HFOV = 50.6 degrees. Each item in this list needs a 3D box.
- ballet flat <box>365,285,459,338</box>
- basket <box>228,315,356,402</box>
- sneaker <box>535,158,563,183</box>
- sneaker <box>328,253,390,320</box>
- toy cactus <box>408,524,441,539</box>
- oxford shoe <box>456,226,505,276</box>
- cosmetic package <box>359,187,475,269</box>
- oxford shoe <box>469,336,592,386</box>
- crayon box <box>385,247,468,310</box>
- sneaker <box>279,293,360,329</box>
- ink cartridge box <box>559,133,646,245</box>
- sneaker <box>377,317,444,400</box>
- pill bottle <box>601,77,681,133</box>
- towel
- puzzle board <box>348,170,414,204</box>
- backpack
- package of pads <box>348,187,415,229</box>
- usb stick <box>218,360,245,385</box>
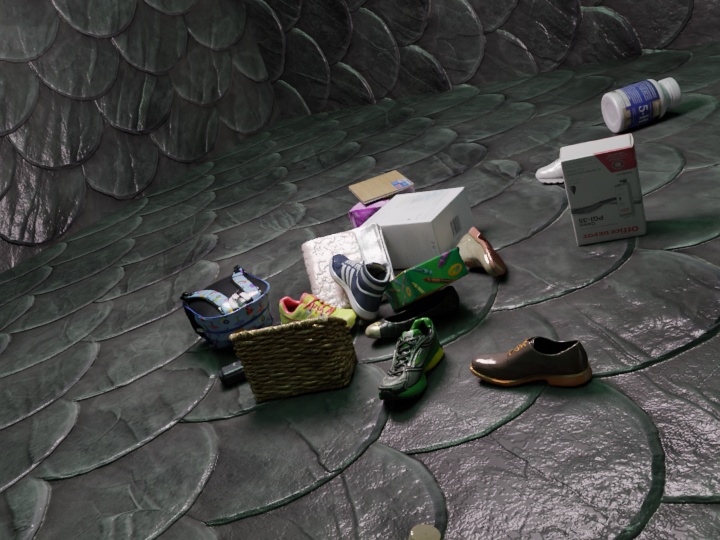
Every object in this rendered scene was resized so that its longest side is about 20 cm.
[{"bbox_3d":[0.100,0.083,1.498,0.199,0.057,0.066,-21,23,-8],"label":"ballet flat"},{"bbox_3d":[-0.119,0.135,1.426,0.199,0.150,0.143,-13,22,16],"label":"basket"},{"bbox_3d":[0.553,-0.281,1.988,0.199,0.081,0.076,-10,24,25],"label":"sneaker"},{"bbox_3d":[0.000,0.000,1.588,0.070,0.109,0.200,2,36,-30],"label":"sneaker"},{"bbox_3d":[0.069,0.339,0.780,0.102,0.166,0.200,-4,21,-21],"label":"toy cactus"},{"bbox_3d":[0.258,-0.025,1.651,0.074,0.071,0.200,-41,19,10],"label":"oxford shoe"},{"bbox_3d":[0.140,-0.101,1.828,0.199,0.124,0.199,-4,25,35],"label":"cosmetic package"},{"bbox_3d":[0.264,0.137,1.215,0.199,0.073,0.071,-5,25,31],"label":"oxford shoe"},{"bbox_3d":[0.126,0.021,1.522,0.118,0.059,0.200,-24,-5,-14],"label":"crayon box"},{"bbox_3d":[-0.094,0.091,1.593,0.199,0.091,0.078,-4,24,29],"label":"sneaker"},{"bbox_3d":[0.505,-0.165,1.581,0.146,0.201,0.083,-10,26,21],"label":"ink cartridge box"},{"bbox_3d":[0.078,0.153,1.311,0.078,0.086,0.200,-6,25,28],"label":"sneaker"},{"bbox_3d":[0.818,-0.487,2.218,0.199,0.120,0.120,-19,21,-2],"label":"pill bottle"},{"bbox_3d":[-0.025,-0.003,1.699,0.190,0.032,0.201,-18,57,2],"label":"towel"},{"bbox_3d":[0.057,-0.234,2.156,0.150,0.018,0.200,-20,22,-7],"label":"puzzle board"},{"bbox_3d":[-0.277,0.090,1.679,0.182,0.135,0.200,-28,23,-25],"label":"backpack"},{"bbox_3d":[0.066,-0.182,2.146,0.120,0.076,0.200,-7,24,34],"label":"package of pads"},{"bbox_3d":[-0.189,0.178,1.537,0.199,0.033,0.055,-22,20,-9],"label":"usb stick"}]
